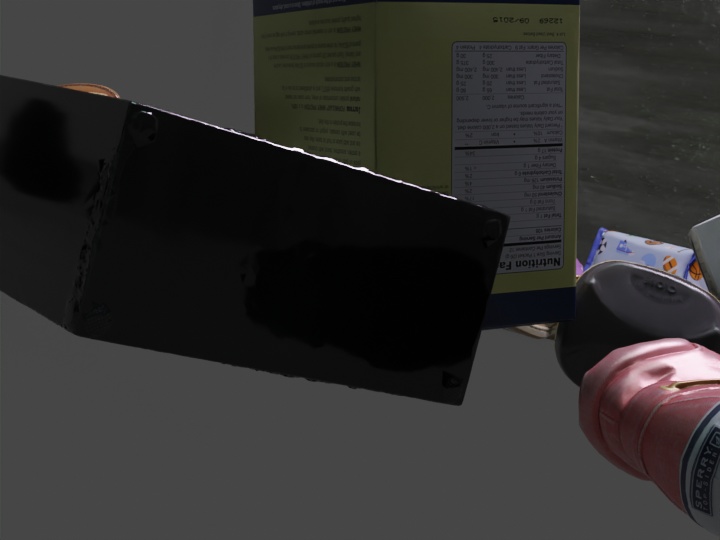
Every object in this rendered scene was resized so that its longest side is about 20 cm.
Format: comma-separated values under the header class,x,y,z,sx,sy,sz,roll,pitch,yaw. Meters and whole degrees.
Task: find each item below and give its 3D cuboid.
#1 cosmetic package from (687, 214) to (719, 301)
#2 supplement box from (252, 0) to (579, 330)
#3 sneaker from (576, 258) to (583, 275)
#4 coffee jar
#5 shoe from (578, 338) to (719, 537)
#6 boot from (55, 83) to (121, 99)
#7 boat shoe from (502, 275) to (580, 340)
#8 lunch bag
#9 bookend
class,x,y,z,sx,sy,sz,roll,pitch,yaw
cosmetic package,0.285,0.033,0.978,0.051,0.153,0.200,-24,-6,12
supplement box,0.028,-0.076,0.838,0.132,0.203,0.199,-4,8,-24
sneaker,0.261,0.031,1.640,0.113,0.074,0.200,20,15,18
coffee jar,0.183,0.041,0.882,0.103,0.087,0.200,21,5,11
shoe,0.183,0.069,0.550,0.198,0.073,0.091,8,12,-32
boot,-0.318,-0.138,1.244,0.197,0.078,0.155,-5,0,-6
boat shoe,0.152,0.021,1.210,0.073,0.070,0.199,17,4,31
lunch bag,0.412,0.034,1.805,0.199,0.125,0.169,31,-8,-42
bookend,-0.072,-0.018,0.643,0.197,0.094,0.199,14,3,-36
